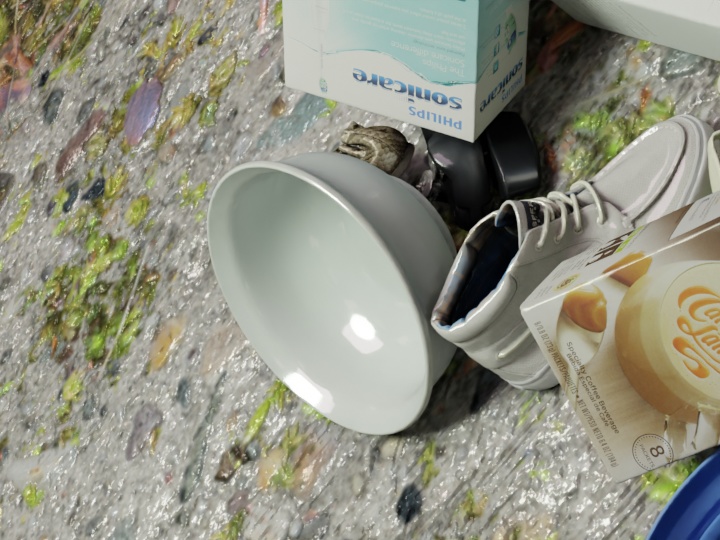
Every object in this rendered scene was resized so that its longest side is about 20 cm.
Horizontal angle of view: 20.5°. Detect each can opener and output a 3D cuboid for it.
[{"bbox_3d":[0.062,-0.100,1.366,0.200,0.078,0.063,-113,23,-49],"label":"can opener"}]

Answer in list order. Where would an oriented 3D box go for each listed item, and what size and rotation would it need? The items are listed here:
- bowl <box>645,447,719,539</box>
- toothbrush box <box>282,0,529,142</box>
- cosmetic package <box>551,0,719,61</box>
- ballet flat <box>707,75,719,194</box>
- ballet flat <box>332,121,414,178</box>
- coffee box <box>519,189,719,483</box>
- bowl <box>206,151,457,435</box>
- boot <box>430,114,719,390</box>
[{"bbox_3d":[0.228,0.146,0.982,0.200,0.039,0.201,-29,30,19],"label":"bowl"},{"bbox_3d":[0.030,-0.201,1.281,0.146,0.200,0.085,18,40,23],"label":"toothbrush box"},{"bbox_3d":[0.201,-0.197,1.250,0.200,0.071,0.102,26,87,51],"label":"cosmetic package"},{"bbox_3d":[0.234,-0.078,1.129,0.068,0.072,0.200,92,-170,-73],"label":"ballet flat"},{"bbox_3d":[-0.026,-0.065,1.399,0.067,0.046,0.200,-62,17,-20],"label":"ballet flat"},{"bbox_3d":[0.202,0.018,1.054,0.200,0.114,0.080,-27,6,32],"label":"coffee box"},{"bbox_3d":[0.000,0.000,1.292,0.090,0.201,0.201,-34,25,-32],"label":"bowl"},{"bbox_3d":[0.128,-0.022,1.199,0.200,0.096,0.074,-55,38,6],"label":"boot"}]
